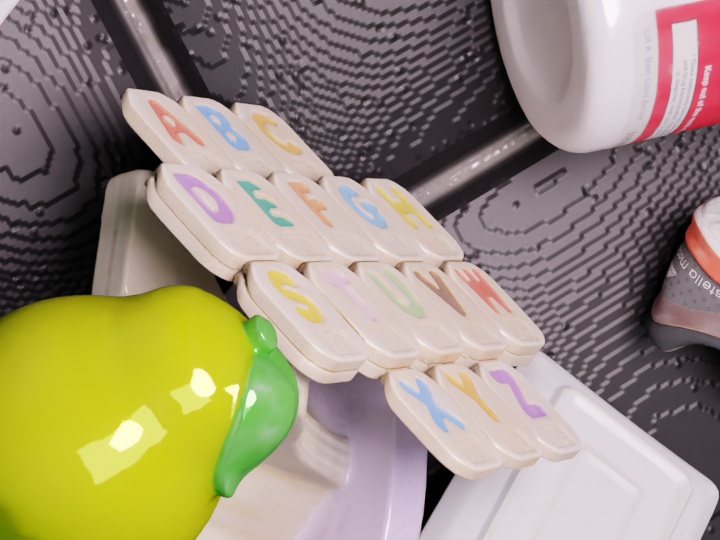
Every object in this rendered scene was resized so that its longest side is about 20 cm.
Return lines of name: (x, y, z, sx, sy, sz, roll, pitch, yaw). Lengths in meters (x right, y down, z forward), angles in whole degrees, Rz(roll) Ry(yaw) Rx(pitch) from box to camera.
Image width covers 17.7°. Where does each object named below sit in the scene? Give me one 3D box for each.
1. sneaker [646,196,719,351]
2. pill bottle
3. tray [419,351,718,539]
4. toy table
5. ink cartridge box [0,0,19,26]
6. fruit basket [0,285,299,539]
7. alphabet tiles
sneaker: (0.210, 0.036, 1.018, 0.200, 0.077, 0.082, 25, 117, -19)
pill bottle: (0.162, -0.121, 0.944, 0.199, 0.112, 0.113, -13, 102, -16)
tray: (0.076, 0.125, 0.932, 0.107, 0.022, 0.200, 38, 51, -5)
toy table: (-0.058, 0.070, 0.864, 0.117, 0.184, 0.201, 23, 52, -43)
ink cartridge box: (-0.190, -0.112, 0.745, 0.084, 0.175, 0.200, 62, 38, -32)
fruit basket: (-0.118, 0.071, 0.764, 0.215, 0.156, 0.216, 0, 57, 0)
alphabet tiles: (0.000, 0.000, 0.865, 0.196, 0.200, 0.015, 47, 109, 19)
